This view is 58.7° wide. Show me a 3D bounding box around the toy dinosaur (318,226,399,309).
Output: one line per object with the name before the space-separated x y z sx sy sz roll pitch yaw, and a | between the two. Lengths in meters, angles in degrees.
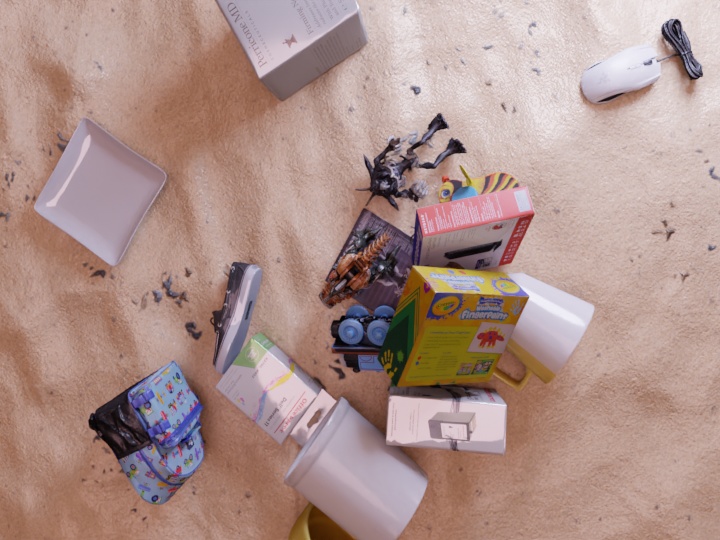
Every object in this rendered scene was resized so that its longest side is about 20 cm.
toy dinosaur | 0.000 0.000 1.084 0.197 0.135 0.104 -14 110 46

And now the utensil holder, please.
utensil holder | -0.007 0.348 1.084 0.199 0.170 0.171 39 95 2

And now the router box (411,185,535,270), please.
router box | 0.175 -0.053 1.045 0.174 0.201 0.050 -12 69 -1

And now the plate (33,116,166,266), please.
plate | -0.480 -0.145 1.194 0.197 0.032 0.203 33 94 3

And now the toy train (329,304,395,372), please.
toy train | 0.042 0.127 1.124 0.193 0.087 0.118 -1 110 13

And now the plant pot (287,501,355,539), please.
plant pot | -0.060 0.530 1.110 0.199 0.201 0.191 37 111 3

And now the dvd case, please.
dvd case | 0.054 0.004 1.159 0.197 0.016 0.152 30 94 4

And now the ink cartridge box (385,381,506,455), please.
ink cartridge box | 0.143 0.247 1.095 0.193 0.145 0.087 4 91 4

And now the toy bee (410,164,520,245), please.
toy bee | 0.175 -0.130 1.096 0.193 0.133 0.111 -6 52 2

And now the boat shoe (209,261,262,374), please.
boat shoe | -0.239 0.082 1.164 0.064 0.070 0.206 17 93 12

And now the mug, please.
mug | 0.281 0.100 1.083 0.151 0.149 0.190 32 87 11

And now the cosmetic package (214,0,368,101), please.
cosmetic package | -0.112 -0.428 1.084 0.197 0.166 0.170 -31 89 6

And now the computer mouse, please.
computer mouse | 0.477 -0.346 1.094 0.195 0.044 0.113 -22 91 5

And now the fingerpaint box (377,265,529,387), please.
fingerpaint box | 0.142 0.087 0.990 0.195 0.074 0.171 2 119 -33

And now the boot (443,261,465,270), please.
boot | 0.152 0.087 1.086 0.075 0.073 0.204 -39 130 -27

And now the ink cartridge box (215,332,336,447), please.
ink cartridge box | -0.148 0.225 1.159 0.198 0.067 0.118 39 94 2

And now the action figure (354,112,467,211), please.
action figure | 0.080 -0.183 1.109 0.198 0.102 0.120 -37 99 4

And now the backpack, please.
backpack | -0.348 0.289 1.123 0.132 0.183 0.204 -28 93 11
